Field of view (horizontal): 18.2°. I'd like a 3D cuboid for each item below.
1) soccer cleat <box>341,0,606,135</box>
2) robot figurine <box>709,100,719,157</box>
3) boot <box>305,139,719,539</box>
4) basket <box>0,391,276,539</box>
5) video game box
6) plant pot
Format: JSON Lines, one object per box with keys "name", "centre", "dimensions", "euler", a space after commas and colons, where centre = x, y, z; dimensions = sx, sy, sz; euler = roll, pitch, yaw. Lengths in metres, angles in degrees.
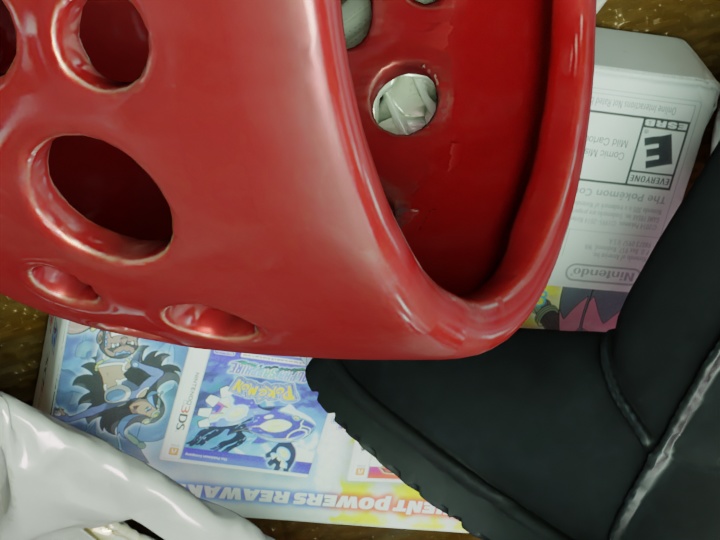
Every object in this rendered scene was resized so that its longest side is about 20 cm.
{"name": "soccer cleat", "centre": [0.034, -0.076, 0.653], "dimensions": [0.069, 0.078, 0.200], "euler": [31, 85, -15]}
{"name": "robot figurine", "centre": [0.210, -0.024, 0.731], "dimensions": [0.199, 0.151, 0.125], "euler": [19, 126, -17]}
{"name": "boot", "centre": [0.090, 0.013, 0.661], "dimensions": [0.076, 0.200, 0.168], "euler": [22, 100, -47]}
{"name": "basket", "centre": [-0.116, 0.169, 0.705], "dimensions": [0.198, 0.161, 0.201], "euler": [33, 64, -29]}
{"name": "video game box", "centre": [0.000, 0.000, 0.749], "dimensions": [0.199, 0.047, 0.183], "euler": [6, 116, -15]}
{"name": "plant pot", "centre": [-0.051, -0.078, 0.554], "dimensions": [0.182, 0.201, 0.201], "euler": [-1, 126, 25]}
